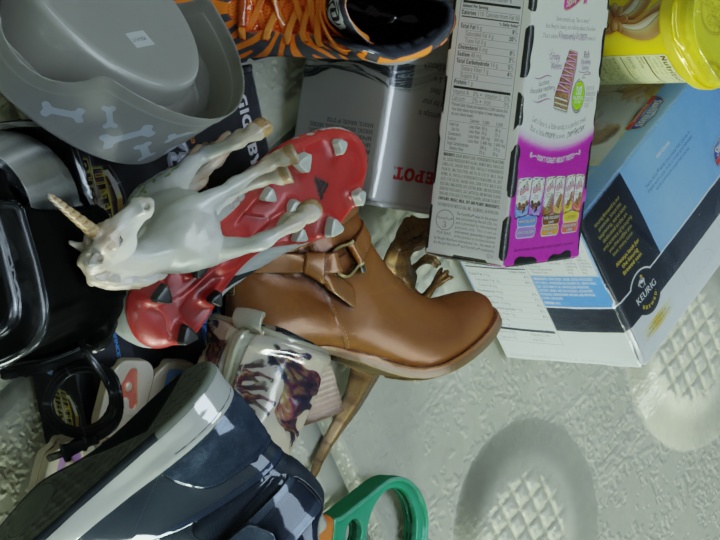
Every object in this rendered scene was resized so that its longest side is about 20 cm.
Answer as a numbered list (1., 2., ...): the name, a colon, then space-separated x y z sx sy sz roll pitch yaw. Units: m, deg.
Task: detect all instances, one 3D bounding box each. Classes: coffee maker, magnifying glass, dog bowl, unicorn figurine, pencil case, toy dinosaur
1. coffee maker: -0.197 0.010 1.474 0.192 0.135 0.200 50 9 2
2. magnifying glass: -0.012 0.174 1.812 0.200 0.022 0.080 10 86 -55
3. dog bowl: -0.160 -0.145 1.566 0.200 0.059 0.200 36 27 -21
4. unicorn figurine: -0.097 -0.031 1.512 0.137 0.200 0.074 -25 91 -7
5. pencil case: -0.087 0.120 1.629 0.201 0.078 0.089 -68 162 1
6. toy dinosaur: 0.013 0.047 1.837 0.106 0.060 0.201 0 114 -48

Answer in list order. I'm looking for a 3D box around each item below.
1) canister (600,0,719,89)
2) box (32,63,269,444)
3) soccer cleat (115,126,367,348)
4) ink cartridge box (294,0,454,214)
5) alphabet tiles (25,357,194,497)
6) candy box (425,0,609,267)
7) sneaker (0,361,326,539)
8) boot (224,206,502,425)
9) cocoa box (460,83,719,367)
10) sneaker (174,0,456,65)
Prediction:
1. canister: 0.192 -0.194 1.913 0.087 0.199 0.149 53 55 -34
2. box: -0.127 -0.008 1.687 0.198 0.050 0.201 -23 109 -43
3. soccer cleat: -0.079 -0.025 1.630 0.200 0.085 0.069 -42 124 -27
4. ink cartridge box: 0.039 -0.141 1.814 0.144 0.084 0.201 6 94 -50
5. alphabet tiles: -0.133 0.149 1.664 0.200 0.015 0.197 5 103 -52
6. candy box: 0.104 -0.107 1.766 0.136 0.061 0.201 -6 105 -65
7. sneaker: -0.112 0.162 1.551 0.146 0.202 0.077 46 21 -21
8. boot: 0.000 0.000 1.727 0.199 0.074 0.155 -21 102 -37
9. cocoa box: 0.178 -0.046 1.950 0.200 0.133 0.132 -49 125 -34
10. sneaker: -0.037 -0.165 1.667 0.199 0.112 0.078 -1 92 -9
